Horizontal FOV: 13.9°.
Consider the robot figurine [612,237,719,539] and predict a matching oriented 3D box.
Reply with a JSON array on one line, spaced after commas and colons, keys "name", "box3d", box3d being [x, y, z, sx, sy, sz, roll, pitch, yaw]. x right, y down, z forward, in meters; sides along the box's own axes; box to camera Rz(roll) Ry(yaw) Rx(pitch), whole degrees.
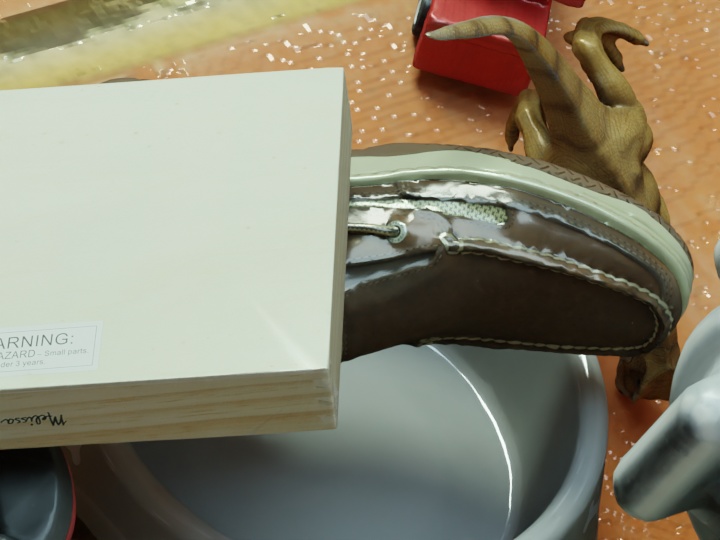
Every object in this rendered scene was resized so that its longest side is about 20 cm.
[{"name": "robot figurine", "box3d": [0.175, 0.045, 0.906, 0.200, 0.113, 0.170, -17, 72, -30]}]

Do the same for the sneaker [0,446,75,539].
[{"name": "sneaker", "box3d": [-0.174, 0.094, 0.861, 0.200, 0.098, 0.071, -11, 65, 4]}]

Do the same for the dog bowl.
[{"name": "dog bowl", "box3d": [-0.011, 0.048, 0.956, 0.200, 0.059, 0.200, 9, 48, -10]}]

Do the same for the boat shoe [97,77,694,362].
[{"name": "boat shoe", "box3d": [0.000, 0.004, 0.915, 0.202, 0.075, 0.075, 11, 54, 6]}]

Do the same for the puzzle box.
[{"name": "puzzle box", "box3d": [-0.103, -0.003, 0.847, 0.200, 0.025, 0.133, -3, 42, 6]}]

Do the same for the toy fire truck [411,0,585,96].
[{"name": "toy fire truck", "box3d": [0.061, -0.143, 1.082, 0.049, 0.141, 0.200, 16, 48, -3]}]

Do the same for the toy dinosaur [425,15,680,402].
[{"name": "toy dinosaur", "box3d": [0.076, -0.043, 0.975, 0.060, 0.200, 0.106, -24, 37, 8]}]
